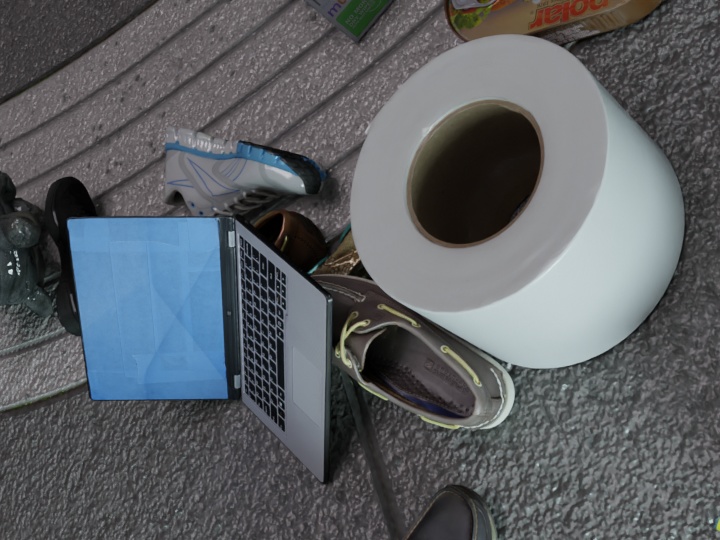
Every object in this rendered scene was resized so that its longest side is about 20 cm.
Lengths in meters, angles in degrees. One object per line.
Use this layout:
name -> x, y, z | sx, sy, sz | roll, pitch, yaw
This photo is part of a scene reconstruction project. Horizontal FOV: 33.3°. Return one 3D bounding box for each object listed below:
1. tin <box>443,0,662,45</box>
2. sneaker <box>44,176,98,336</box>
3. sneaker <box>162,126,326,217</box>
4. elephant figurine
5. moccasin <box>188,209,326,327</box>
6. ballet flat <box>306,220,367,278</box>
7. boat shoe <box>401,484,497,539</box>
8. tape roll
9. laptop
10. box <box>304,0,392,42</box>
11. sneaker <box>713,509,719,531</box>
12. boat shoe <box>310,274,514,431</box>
tin -> 0.160, -0.234, 0.962 | 0.199, 0.042, 0.113 | -11, 61, 33
sneaker -> -0.245, -0.013, 1.161 | 0.104, 0.060, 0.201 | -23, 64, 29
sneaker -> -0.109, -0.074, 1.084 | 0.199, 0.075, 0.087 | 14, 90, 45
elephant figurine -> -0.363, -0.003, 1.186 | 0.141, 0.156, 0.200 | -37, 42, -6
moccasin -> -0.119, 0.024, 1.036 | 0.201, 0.078, 0.074 | -37, 53, 19
ballet flat -> 0.000, 0.000, 0.978 | 0.065, 0.070, 0.200 | 43, 103, 13
boat shoe -> 0.032, 0.243, 0.835 | 0.074, 0.073, 0.201 | 19, 84, 40
tape roll -> 0.111, -0.045, 0.853 | 0.201, 0.139, 0.204 | -15, 62, 32
laptop -> -0.124, 0.064, 0.938 | 0.200, 0.115, 0.188 | 39, 140, 39
box -> -0.007, -0.345, 1.093 | 0.200, 0.097, 0.177 | -48, 51, 10
sneaker -> 0.294, 0.094, 0.713 | 0.078, 0.066, 0.201 | 33, 93, 29
boat shoe -> 0.019, 0.058, 0.897 | 0.199, 0.059, 0.072 | 30, 101, 23
